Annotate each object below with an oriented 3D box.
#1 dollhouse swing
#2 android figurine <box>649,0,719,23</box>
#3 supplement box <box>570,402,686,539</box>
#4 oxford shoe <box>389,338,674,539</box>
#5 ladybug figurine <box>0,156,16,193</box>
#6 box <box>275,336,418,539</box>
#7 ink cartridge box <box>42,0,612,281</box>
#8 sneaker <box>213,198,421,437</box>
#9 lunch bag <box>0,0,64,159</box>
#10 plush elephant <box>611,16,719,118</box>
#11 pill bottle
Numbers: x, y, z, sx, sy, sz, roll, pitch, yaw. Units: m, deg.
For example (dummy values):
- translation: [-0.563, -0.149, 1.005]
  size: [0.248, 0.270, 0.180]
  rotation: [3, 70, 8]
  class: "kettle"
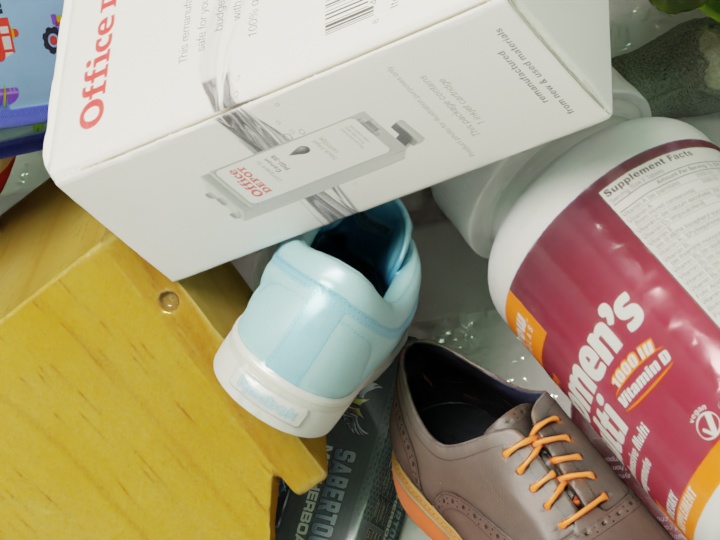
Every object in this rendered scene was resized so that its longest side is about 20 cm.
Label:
- translation: [-0.121, 0.056, 1.024]
  size: [0.200, 0.176, 0.182]
  rotation: [-37, 94, 16]
  class: "dollhouse swing"
- translation: [0.138, -0.146, 0.984]
  size: [0.041, 0.182, 0.200]
  rotation: [-52, 24, 21]
  class: "android figurine"
- translation: [0.143, 0.116, 0.952]
  size: [0.109, 0.061, 0.200]
  rotation: [-3, 71, 21]
  class: "supplement box"
- translation: [0.071, 0.094, 0.896]
  size: [0.071, 0.073, 0.200]
  rotation: [-31, 40, -23]
  class: "oxford shoe"
- translation: [-0.228, -0.035, 1.057]
  size: [0.200, 0.136, 0.072]
  rotation: [-44, 50, 38]
  class: "ladybug figurine"
- translation: [-0.065, 0.113, 1.036]
  size: [0.157, 0.051, 0.200]
  rotation: [11, 76, 23]
  class: "box"
- translation: [-0.012, -0.100, 0.881]
  size: [0.200, 0.083, 0.147]
  rotation: [-20, 49, 27]
  class: "ink cartridge box"
- translation: [0.000, 0.000, 0.944]
  size: [0.074, 0.200, 0.082]
  rotation: [35, 109, -7]
  class: "sneaker"
- translation: [-0.131, -0.132, 0.987]
  size: [0.094, 0.200, 0.151]
  rotation: [-21, 86, 54]
  class: "lunch bag"
- translation: [0.040, -0.110, 1.011]
  size: [0.200, 0.155, 0.165]
  rotation: [-34, 65, 6]
  class: "plush elephant"
- translation: [0.119, 0.011, 0.901]
  size: [0.110, 0.110, 0.200]
  rotation: [-41, 62, 4]
  class: "pill bottle"
